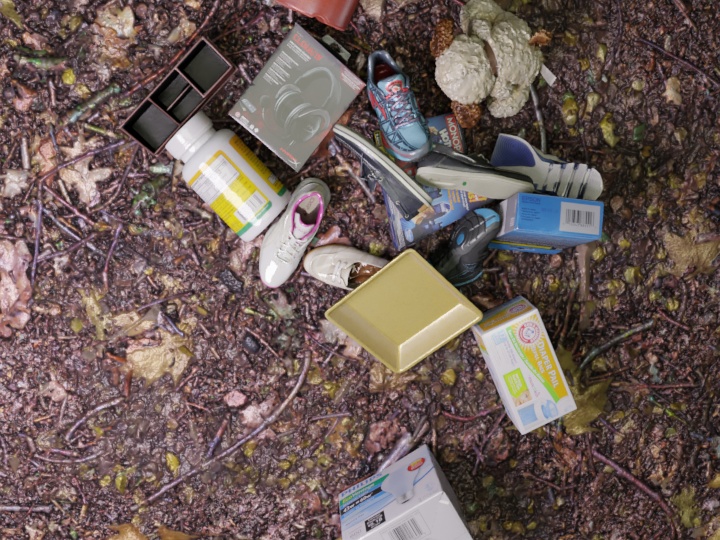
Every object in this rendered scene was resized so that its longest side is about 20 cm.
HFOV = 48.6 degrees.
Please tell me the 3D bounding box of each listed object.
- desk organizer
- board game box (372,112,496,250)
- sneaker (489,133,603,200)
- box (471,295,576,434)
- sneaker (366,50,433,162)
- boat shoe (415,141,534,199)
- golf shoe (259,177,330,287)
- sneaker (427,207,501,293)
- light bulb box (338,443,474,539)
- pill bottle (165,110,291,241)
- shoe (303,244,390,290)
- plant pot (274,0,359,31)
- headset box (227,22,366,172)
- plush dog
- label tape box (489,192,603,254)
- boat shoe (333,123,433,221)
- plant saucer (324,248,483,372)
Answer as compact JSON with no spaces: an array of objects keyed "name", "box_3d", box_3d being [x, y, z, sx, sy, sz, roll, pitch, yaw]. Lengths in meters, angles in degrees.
[{"name":"desk organizer","box_3d":[-0.290,-0.277,1.274,0.072,0.077,0.200,43,95,-11]},{"name":"board game box","box_3d":[0.134,-0.158,1.346,0.196,0.062,0.203,-13,102,-4]},{"name":"sneaker","box_3d":[0.319,-0.159,1.356,0.197,0.115,0.082,25,97,20]},{"name":"box","box_3d":[0.284,0.163,1.402,0.111,0.101,0.202,-25,102,0]},{"name":"sneaker","box_3d":[0.052,-0.261,1.255,0.078,0.096,0.202,-24,65,-1]},{"name":"boat shoe","box_3d":[0.188,-0.162,1.284,0.196,0.072,0.069,11,69,-7]},{"name":"golf shoe","box_3d":[-0.115,-0.059,1.327,0.074,0.092,0.202,25,99,-11]},{"name":"sneaker","box_3d":[0.183,-0.030,1.343,0.081,0.074,0.200,23,138,-17]},{"name":"light bulb box","box_3d":[0.075,0.434,1.386,0.196,0.200,0.126,-30,101,1]},{"name":"pill bottle","box_3d":[-0.216,-0.154,1.287,0.113,0.113,0.200,-43,102,4]},{"name":"shoe","box_3d":[0.000,0.000,1.368,0.196,0.053,0.071,10,100,-7]},{"name":"plant pot","box_3d":[-0.053,-0.486,1.206,0.198,0.201,0.198,21,106,-9]},{"name":"headset box","box_3d":[-0.096,-0.286,1.291,0.148,0.077,0.201,39,97,-11]},{"name":"plush dog","box_3d":[0.196,-0.325,1.256,0.170,0.160,0.203,-27,105,-17]},{"name":"label tape box","box_3d":[0.294,-0.075,1.319,0.141,0.200,0.065,6,84,-6]},{"name":"boat shoe","box_3d":[0.027,-0.156,1.271,0.200,0.075,0.062,42,102,-7]},{"name":"plant saucer","box_3d":[0.073,0.062,1.348,0.199,0.049,0.199,-37,121,23]}]
